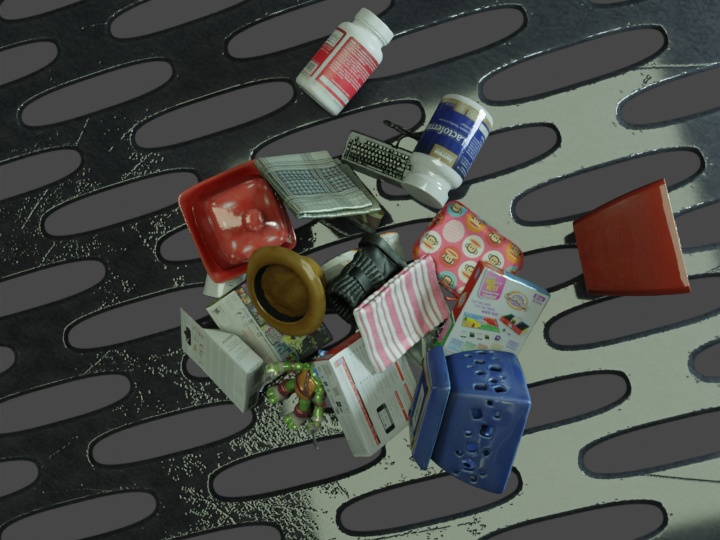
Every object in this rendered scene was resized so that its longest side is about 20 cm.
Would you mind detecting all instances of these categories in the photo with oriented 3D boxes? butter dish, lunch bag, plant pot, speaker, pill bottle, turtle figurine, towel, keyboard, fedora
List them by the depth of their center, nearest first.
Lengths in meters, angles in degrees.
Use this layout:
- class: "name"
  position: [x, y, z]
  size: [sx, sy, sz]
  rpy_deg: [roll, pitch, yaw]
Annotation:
- class: "plant pot"
  position: [0.188, 0.259, 1.595]
  size: [0.178, 0.200, 0.202]
  rpy_deg: [12, 111, -5]
- class: "plant pot"
  position: [0.497, -0.039, 1.616]
  size: [0.174, 0.199, 0.202]
  rpy_deg: [-14, 84, 20]
- class: "towel"
  position: [0.080, 0.081, 1.638]
  size: [0.199, 0.030, 0.147]
  rpy_deg: [-37, 122, -25]
- class: "fedora"
  position: [-0.128, 0.029, 1.664]
  size: [0.199, 0.082, 0.203]
  rpy_deg: [19, 123, 31]
- class: "turtle figurine"
  position: [-0.137, 0.250, 1.687]
  size: [0.143, 0.194, 0.202]
  rpy_deg: [24, 59, -8]
- class: "butter dish"
  position: [-0.222, -0.096, 1.691]
  size: [0.199, 0.148, 0.201]
  rpy_deg: [-26, 102, -19]
- class: "towel"
  position: [-0.081, -0.169, 1.700]
  size: [0.193, 0.198, 0.035]
  rpy_deg: [51, 134, 38]
- class: "pill bottle"
  position: [0.166, -0.230, 1.704]
  size: [0.115, 0.116, 0.201]
  rpy_deg: [27, 83, 11]
- class: "lunch bag"
  position: [0.203, -0.017, 1.713]
  size: [0.200, 0.082, 0.177]
  rpy_deg: [40, 94, 10]
- class: "pill bottle"
  position: [-0.029, -0.423, 1.766]
  size: [0.112, 0.112, 0.200]
  rpy_deg: [41, 94, 10]
- class: "keyboard"
  position: [0.068, -0.243, 1.784]
  size: [0.198, 0.021, 0.128]
  rpy_deg: [22, 90, 10]
- class: "speaker"
  position: [-0.265, -0.040, 1.798]
  size: [0.080, 0.081, 0.203]
  rpy_deg: [11, 88, 10]

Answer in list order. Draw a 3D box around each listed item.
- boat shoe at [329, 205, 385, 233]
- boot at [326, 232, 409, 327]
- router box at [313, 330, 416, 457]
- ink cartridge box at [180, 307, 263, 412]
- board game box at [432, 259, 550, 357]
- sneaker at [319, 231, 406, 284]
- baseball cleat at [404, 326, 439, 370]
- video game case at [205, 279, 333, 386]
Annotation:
- class: "boat shoe"
  position: [-0.049, -0.133, 1.769]
  size: [0.199, 0.072, 0.067]
  rpy_deg: [23, 99, 13]
- class: "boot"
  position: [0.037, 0.051, 1.663]
  size: [0.211, 0.079, 0.159]
  rpy_deg: [43, 57, -22]
- class: "router box"
  position: [0.022, 0.221, 1.663]
  size: [0.049, 0.179, 0.202]
  rpy_deg: [-14, 102, 47]
- class: "ink cartridge box"
  position: [-0.279, 0.170, 1.755]
  size: [0.057, 0.163, 0.200]
  rpy_deg: [-32, 65, -29]
- class: "board game box"
  position: [0.248, 0.100, 1.664]
  size: [0.152, 0.040, 0.202]
  rpy_deg: [23, 105, -15]
- class: "sneaker"
  position: [0.000, 0.000, 1.754]
  size: [0.198, 0.076, 0.093]
  rpy_deg: [-25, 87, 9]
- class: "baseball cleat"
  position: [0.141, 0.156, 1.719]
  size: [0.199, 0.070, 0.107]
  rpy_deg: [39, 94, 9]
- class: "video game case"
  position: [-0.181, 0.105, 1.757]
  size: [0.180, 0.036, 0.201]
  rpy_deg: [-34, 102, 2]
